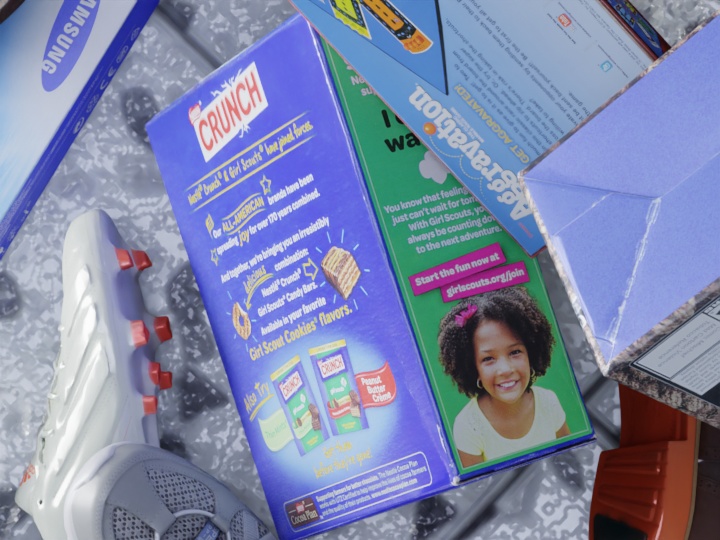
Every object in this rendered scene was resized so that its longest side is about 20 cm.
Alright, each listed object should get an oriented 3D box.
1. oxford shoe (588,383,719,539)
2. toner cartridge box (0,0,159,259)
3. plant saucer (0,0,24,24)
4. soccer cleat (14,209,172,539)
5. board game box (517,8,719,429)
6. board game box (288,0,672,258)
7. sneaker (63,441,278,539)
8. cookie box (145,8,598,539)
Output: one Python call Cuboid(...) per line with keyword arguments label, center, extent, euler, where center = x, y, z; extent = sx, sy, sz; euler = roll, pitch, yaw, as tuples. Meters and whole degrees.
Cuboid(label="oxford shoe", center=(0.156, 0.048, 1.215), extent=(0.072, 0.071, 0.201), euler=(19, 80, -27))
Cuboid(label="toner cartridge box", center=(-0.182, -0.071, 1.258), extent=(0.095, 0.043, 0.201), euler=(31, 90, 6))
Cuboid(label="plant saucer", center=(-0.190, -0.173, 1.233), extent=(0.199, 0.032, 0.201), euler=(-14, 63, 29))
Cuboid(label="soccer cleat", center=(-0.121, 0.075, 1.233), extent=(0.077, 0.069, 0.201), euler=(-9, 89, 9))
Cuboid(label="board game box", center=(0.188, -0.016, 1.037), extent=(0.159, 0.200, 0.097), euler=(-38, 52, 23))
Cuboid(label="board game box", center=(0.035, -0.106, 1.062), extent=(0.200, 0.019, 0.103), euler=(46, 124, -8))
Cuboid(label="sneaker", center=(-0.040, 0.144, 1.181), extent=(0.200, 0.082, 0.075), euler=(43, 67, -18))
Cuboid(label="cookie box", center=(0.000, 0.000, 1.169), extent=(0.075, 0.171, 0.201), euler=(-16, 85, -30))
